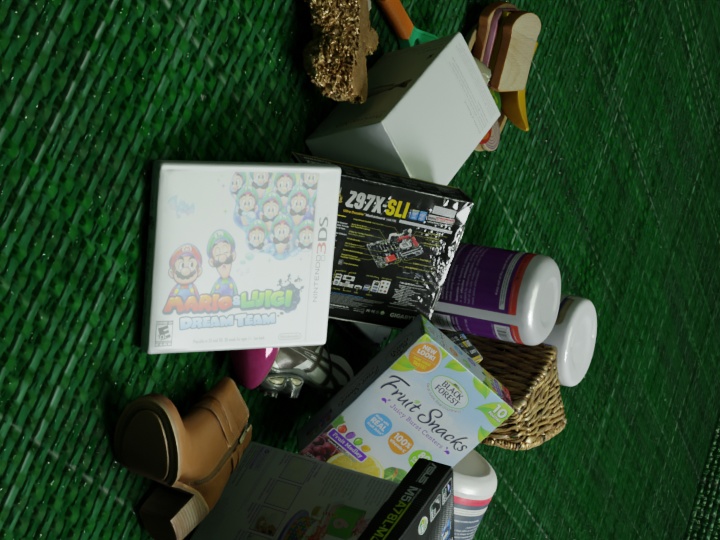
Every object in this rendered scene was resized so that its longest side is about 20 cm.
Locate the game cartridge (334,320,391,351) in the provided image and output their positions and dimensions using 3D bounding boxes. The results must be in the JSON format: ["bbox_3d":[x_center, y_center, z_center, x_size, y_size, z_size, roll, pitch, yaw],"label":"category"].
[{"bbox_3d":[0.000,0.000,1.735,0.134,0.040,0.200,-67,151,-16],"label":"game cartridge"}]

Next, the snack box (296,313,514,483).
[{"bbox_3d":[0.047,0.165,1.595,0.142,0.200,0.053,40,17,-20],"label":"snack box"}]

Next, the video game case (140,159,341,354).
[{"bbox_3d":[-0.114,-0.014,1.422,0.199,0.024,0.184,-1,102,-32],"label":"video game case"}]

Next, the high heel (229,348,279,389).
[{"bbox_3d":[-0.127,0.026,1.468,0.096,0.067,0.202,-11,113,-53],"label":"high heel"}]

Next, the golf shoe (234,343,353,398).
[{"bbox_3d":[-0.059,0.089,1.608,0.200,0.077,0.095,7,93,-64],"label":"golf shoe"}]

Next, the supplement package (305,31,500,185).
[{"bbox_3d":[0.051,-0.161,1.653,0.200,0.116,0.118,-52,122,-42],"label":"supplement package"}]

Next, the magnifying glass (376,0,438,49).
[{"bbox_3d":[0.060,-0.276,1.770,0.080,0.022,0.200,-69,153,-19],"label":"magnifying glass"}]

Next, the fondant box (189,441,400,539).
[{"bbox_3d":[-0.060,0.272,1.535,0.145,0.199,0.058,-58,146,-34],"label":"fondant box"}]

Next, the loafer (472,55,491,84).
[{"bbox_3d":[0.114,-0.172,1.805,0.076,0.068,0.201,-114,-145,-63],"label":"loafer"}]

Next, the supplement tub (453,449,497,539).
[{"bbox_3d":[0.073,0.314,1.834,0.140,0.140,0.201,-5,121,-62],"label":"supplement tub"}]

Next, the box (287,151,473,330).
[{"bbox_3d":[0.001,-0.026,1.543,0.199,0.049,0.161,10,111,-23],"label":"box"}]

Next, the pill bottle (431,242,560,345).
[{"bbox_3d":[0.143,0.024,1.837,0.112,0.199,0.113,-33,128,-56],"label":"pill bottle"}]

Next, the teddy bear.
[{"bbox_3d":[-0.024,-0.279,1.569,0.145,0.066,0.202,-18,109,-70],"label":"teddy bear"}]

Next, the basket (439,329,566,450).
[{"bbox_3d":[0.152,0.173,1.908,0.143,0.199,0.150,-53,145,-36],"label":"basket"}]

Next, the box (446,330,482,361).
[{"bbox_3d":[0.053,0.142,1.729,0.159,0.049,0.200,-38,171,12],"label":"box"}]

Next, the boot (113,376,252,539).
[{"bbox_3d":[-0.165,0.155,1.434,0.155,0.073,0.201,-52,154,-40],"label":"boot"}]

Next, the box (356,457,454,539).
[{"bbox_3d":[0.038,0.323,1.476,0.193,0.047,0.201,-48,142,-50],"label":"box"}]

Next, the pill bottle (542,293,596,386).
[{"bbox_3d":[0.208,0.080,1.984,0.120,0.199,0.121,-32,128,-55],"label":"pill bottle"}]

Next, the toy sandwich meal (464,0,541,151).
[{"bbox_3d":[0.189,-0.258,1.967,0.205,0.070,0.207,-32,127,-55],"label":"toy sandwich meal"}]
